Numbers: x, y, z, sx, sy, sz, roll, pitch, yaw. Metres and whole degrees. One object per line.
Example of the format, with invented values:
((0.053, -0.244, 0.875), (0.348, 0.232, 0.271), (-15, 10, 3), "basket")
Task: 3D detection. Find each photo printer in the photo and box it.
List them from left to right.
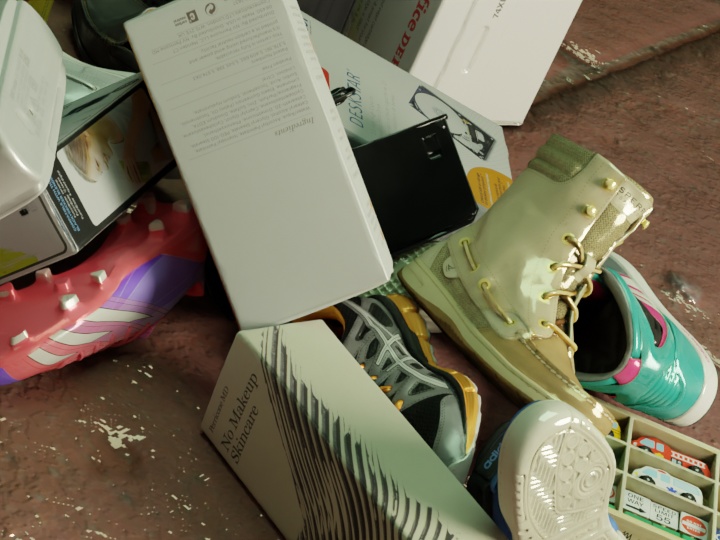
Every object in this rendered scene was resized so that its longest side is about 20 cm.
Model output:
((-0.268, -0.060, 1.242), (0.070, 0.199, 0.167), (53, 18, -29), "photo printer")

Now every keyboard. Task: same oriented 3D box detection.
((-0.027, -0.057, 1.429), (0.199, 0.128, 0.021), (-22, 6, -19), "keyboard")

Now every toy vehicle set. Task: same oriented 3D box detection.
((0.195, 0.147, 1.399), (0.199, 0.027, 0.124), (23, 30, -3), "toy vehicle set")

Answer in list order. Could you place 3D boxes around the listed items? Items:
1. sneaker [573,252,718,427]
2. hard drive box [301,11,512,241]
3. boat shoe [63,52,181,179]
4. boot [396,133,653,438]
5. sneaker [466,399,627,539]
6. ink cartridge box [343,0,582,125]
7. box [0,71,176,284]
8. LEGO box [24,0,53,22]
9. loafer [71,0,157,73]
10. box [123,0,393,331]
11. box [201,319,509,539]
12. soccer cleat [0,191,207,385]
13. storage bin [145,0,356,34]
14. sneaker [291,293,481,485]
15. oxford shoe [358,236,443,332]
((0.145, 0.025, 1.473), (0.120, 0.084, 0.200), (26, 13, -45), "sneaker")
((0.008, -0.084, 1.543), (0.199, 0.077, 0.156), (27, 27, -19), "hard drive box")
((-0.198, -0.112, 1.481), (0.199, 0.072, 0.069), (30, 33, 9), "boat shoe")
((0.131, 0.009, 1.363), (0.200, 0.155, 0.073), (45, -3, 47), "boot")
((0.097, 0.119, 1.244), (0.111, 0.077, 0.200), (42, -10, 39), "sneaker")
((0.057, -0.235, 1.785), (0.145, 0.147, 0.200), (0, 39, -37), "ink cartridge box")
((-0.189, -0.056, 1.347), (0.060, 0.116, 0.200), (63, 27, -12), "box")
((-0.282, -0.167, 1.376), (0.148, 0.201, 0.077), (29, 30, 8), "LEGO box")
((-0.151, -0.163, 1.582), (0.072, 0.073, 0.200), (-19, 47, -29), "loafer")
((-0.059, -0.075, 1.329), (0.097, 0.201, 0.124), (-21, 4, 4), "box")
((-0.006, 0.122, 1.241), (0.068, 0.083, 0.200), (-7, 41, -40), "box")
((-0.160, 0.026, 1.305), (0.066, 0.077, 0.200), (10, 35, 34), "soccer cleat")
((-0.066, -0.247, 1.658), (0.094, 0.201, 0.135), (41, 34, 27), "storage bin")
((0.014, 0.078, 1.335), (0.077, 0.079, 0.200), (9, 23, -25), "sneaker")
((0.000, 0.000, 1.468), (0.199, 0.076, 0.058), (12, -14, -6), "oxford shoe")
